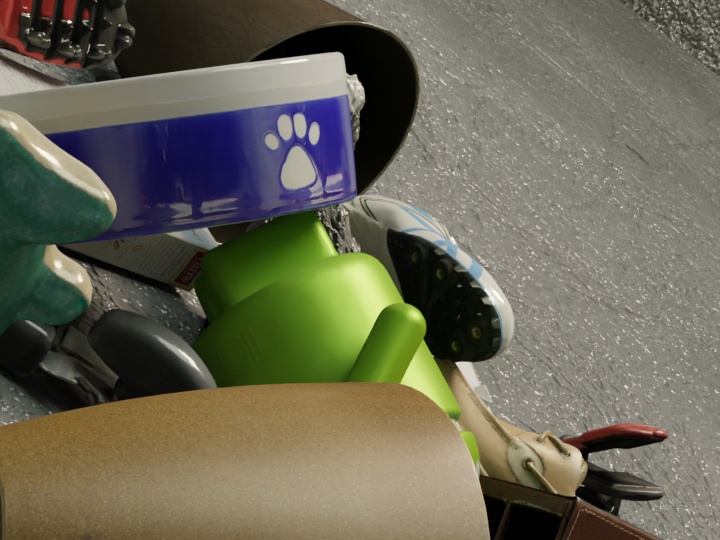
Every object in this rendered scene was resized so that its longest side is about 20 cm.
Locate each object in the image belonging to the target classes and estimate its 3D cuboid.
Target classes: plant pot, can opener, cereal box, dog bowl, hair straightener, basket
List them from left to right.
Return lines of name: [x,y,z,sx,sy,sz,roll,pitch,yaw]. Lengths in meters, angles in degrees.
can opener: [-0.164,0.020,1.337,0.200,0.067,0.053,33,19,-9]
cereal box: [-0.185,-0.068,1.542,0.200,0.040,0.144,23,24,-46]
dog bowl: [-0.103,-0.064,1.391,0.200,0.199,0.079,-19,102,-71]
plant pot: [-0.080,0.125,1.095,0.199,0.187,0.187,11,30,-31]
basket: [-0.082,-0.127,1.739,0.136,0.180,0.200,57,-7,-37]
hair straightener: [0.139,0.136,1.634,0.041,0.077,0.200,5,-7,-16]

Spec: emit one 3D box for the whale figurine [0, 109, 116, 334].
whale figurine: [-0.191,-0.014,1.182,0.159,0.104,0.200,39,-27,-25]

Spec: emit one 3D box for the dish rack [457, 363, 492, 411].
dish rack: [0.014,0.036,1.706,0.171,0.044,0.200,32,19,-26]

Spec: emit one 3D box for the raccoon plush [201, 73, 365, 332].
raccoon plush: [0.000,0.000,1.535,0.134,0.201,0.097,26,3,-8]

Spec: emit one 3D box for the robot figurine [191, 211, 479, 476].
robot figurine: [-0.013,0.071,1.394,0.200,0.115,0.176,62,-16,11]

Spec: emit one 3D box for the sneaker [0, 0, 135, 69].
sneaker: [-0.235,-0.168,1.581,0.200,0.071,0.098,15,-9,-29]

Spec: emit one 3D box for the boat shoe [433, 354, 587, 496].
boat shoe: [0.102,0.126,1.555,0.200,0.064,0.071,56,-1,2]

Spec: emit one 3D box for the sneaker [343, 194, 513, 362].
sneaker: [0.041,0.000,1.589,0.072,0.072,0.200,-7,22,-28]

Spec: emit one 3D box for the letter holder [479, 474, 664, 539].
letter holder: [0.130,0.215,1.444,0.200,0.143,0.100,27,-11,-34]
